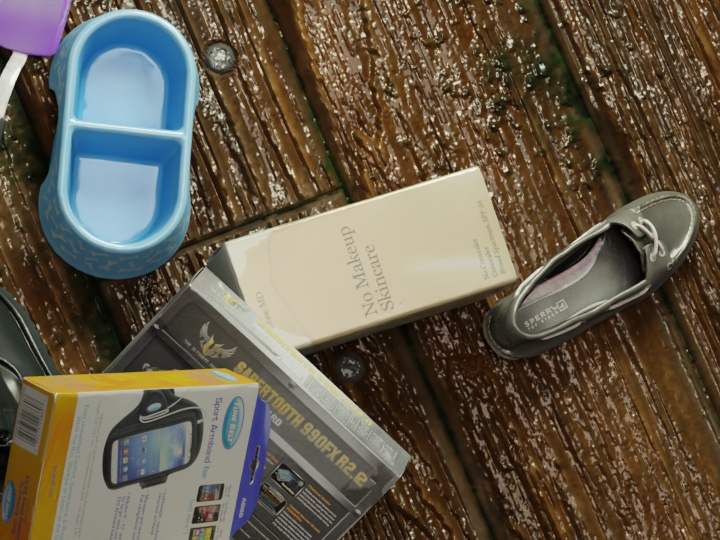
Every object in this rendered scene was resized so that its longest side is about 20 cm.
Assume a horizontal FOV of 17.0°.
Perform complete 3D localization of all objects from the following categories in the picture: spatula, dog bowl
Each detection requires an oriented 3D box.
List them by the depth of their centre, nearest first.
[{"bbox_3d":[-0.258,-0.124,1.739,0.057,0.021,0.200,15,78,7],"label":"spatula"},{"bbox_3d":[-0.171,-0.096,1.742,0.111,0.050,0.200,6,78,-12],"label":"dog bowl"}]

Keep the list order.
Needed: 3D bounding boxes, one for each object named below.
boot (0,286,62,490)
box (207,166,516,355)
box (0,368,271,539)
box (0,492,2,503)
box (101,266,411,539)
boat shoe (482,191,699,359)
[{"bbox_3d":[-0.274,0.067,1.602,0.073,0.162,0.198,-50,63,16],"label":"boot"},{"bbox_3d":[0.000,0.000,1.747,0.200,0.078,0.095,-19,85,-15],"label":"box"},{"bbox_3d":[-0.143,0.127,1.581,0.200,0.041,0.119,0,106,-48],"label":"box"},{"bbox_3d":[-0.288,0.240,1.613,0.197,0.117,0.200,30,73,-6],"label":"box"},{"bbox_3d":[-0.091,0.122,1.677,0.200,0.048,0.158,42,107,-3],"label":"box"},{"bbox_3d":[0.181,0.003,1.799,0.200,0.057,0.067,-33,88,-17],"label":"boat shoe"}]
